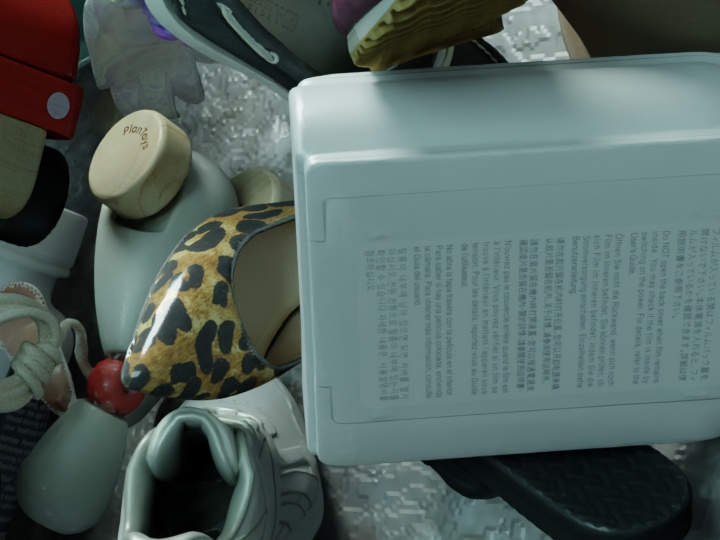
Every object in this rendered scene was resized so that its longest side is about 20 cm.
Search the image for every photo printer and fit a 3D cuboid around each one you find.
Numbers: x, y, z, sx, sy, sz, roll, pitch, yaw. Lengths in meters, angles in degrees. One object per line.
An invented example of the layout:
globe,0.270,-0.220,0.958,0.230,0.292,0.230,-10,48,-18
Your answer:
photo printer,0.075,-0.004,0.949,0.200,0.166,0.069,-4,39,-2

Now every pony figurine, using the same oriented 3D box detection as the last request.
pony figurine,-0.051,-0.149,1.116,0.167,0.193,0.200,8,58,22

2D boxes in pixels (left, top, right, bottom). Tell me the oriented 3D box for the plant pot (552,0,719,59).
plant pot,0.136,-0.150,0.972,0.200,0.175,0.200,-12,69,34

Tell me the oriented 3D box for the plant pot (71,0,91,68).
plant pot,-0.203,-0.197,1.240,0.200,0.200,0.134,-66,25,1

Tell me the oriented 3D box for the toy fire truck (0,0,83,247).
toy fire truck,-0.181,-0.118,1.107,0.176,0.129,0.200,6,80,49

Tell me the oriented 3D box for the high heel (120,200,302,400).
high heel,0.000,0.000,1.024,0.143,0.200,0.071,-8,107,38

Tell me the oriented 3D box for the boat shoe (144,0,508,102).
boat shoe,0.001,-0.093,1.033,0.060,0.200,0.076,8,83,54

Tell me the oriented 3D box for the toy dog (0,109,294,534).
toy dog,-0.118,0.015,1.144,0.200,0.132,0.096,-47,30,-22

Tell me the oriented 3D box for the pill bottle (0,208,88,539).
pill bottle,-0.208,0.053,1.197,0.120,0.120,0.200,19,88,38

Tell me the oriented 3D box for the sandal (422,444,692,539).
sandal,0.057,0.073,1.028,0.200,0.075,0.048,40,141,46

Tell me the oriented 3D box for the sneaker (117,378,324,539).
sneaker,-0.060,0.089,1.051,0.078,0.099,0.200,1,32,5

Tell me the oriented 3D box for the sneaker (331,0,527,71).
sneaker,0.015,-0.127,0.908,0.075,0.200,0.090,-20,90,-3
